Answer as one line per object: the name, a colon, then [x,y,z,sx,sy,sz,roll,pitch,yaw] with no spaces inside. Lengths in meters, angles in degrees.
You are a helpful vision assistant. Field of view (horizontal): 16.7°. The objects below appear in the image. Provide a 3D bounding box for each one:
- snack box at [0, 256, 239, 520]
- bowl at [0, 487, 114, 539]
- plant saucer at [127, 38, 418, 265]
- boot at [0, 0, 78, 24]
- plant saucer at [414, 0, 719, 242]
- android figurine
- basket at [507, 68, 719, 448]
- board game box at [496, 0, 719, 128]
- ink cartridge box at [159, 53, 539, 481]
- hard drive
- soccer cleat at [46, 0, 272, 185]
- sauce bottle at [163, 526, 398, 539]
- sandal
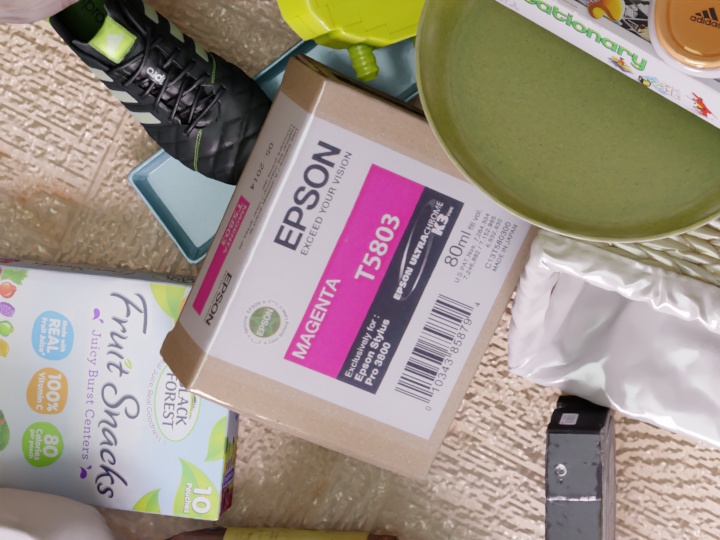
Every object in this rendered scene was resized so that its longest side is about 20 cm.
snack box: [-0.173,0.068,1.496,0.199,0.053,0.143,6,97,7]
bowl: [-0.202,0.207,1.460,0.199,0.075,0.201,1,121,35]
plant saucer: [-0.044,-0.089,1.483,0.200,0.019,0.070,-37,89,10]
boot: [-0.130,-0.223,1.390,0.186,0.200,0.064,-26,117,16]
plant saucer: [0.126,-0.101,1.265,0.199,0.031,0.201,1,68,-2]
android figurine: [-0.008,-0.210,1.406,0.182,0.041,0.201,-25,98,-32]
basket: [0.201,-0.007,1.348,0.199,0.198,0.161,21,72,7]
board game box: [0.177,-0.147,1.249,0.199,0.035,0.127,30,68,8]
ink cartridge box: [0.000,0.000,1.427,0.164,0.075,0.201,21,99,-21]
hard drive: [0.128,0.180,1.421,0.038,0.140,0.201,1,94,8]
soccer cleat: [-0.125,-0.120,1.447,0.200,0.081,0.068,41,97,11]
sauce bottle: [-0.075,0.186,1.488,0.199,0.066,0.066,3,96,8]
sandal: [0.195,-0.193,1.219,0.079,0.059,0.208,15,66,1]
